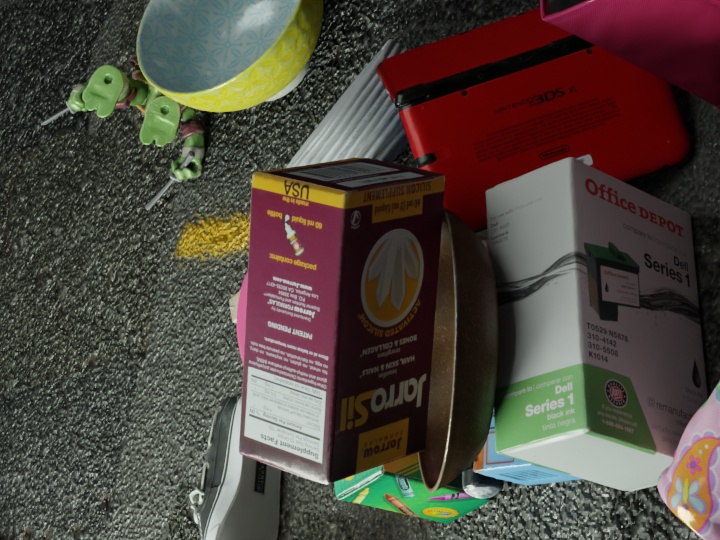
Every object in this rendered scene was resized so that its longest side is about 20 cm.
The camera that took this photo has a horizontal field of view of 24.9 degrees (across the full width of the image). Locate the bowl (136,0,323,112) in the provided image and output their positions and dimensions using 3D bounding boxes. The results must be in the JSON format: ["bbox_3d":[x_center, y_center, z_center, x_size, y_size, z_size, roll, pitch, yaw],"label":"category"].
[{"bbox_3d":[-0.110,-0.227,1.596,0.200,0.108,0.200,-17,53,24],"label":"bowl"}]

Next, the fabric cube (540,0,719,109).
[{"bbox_3d":[0.260,-0.251,1.100,0.200,0.199,0.196,-18,61,46],"label":"fabric cube"}]

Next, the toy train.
[{"bbox_3d":[0.114,0.072,1.240,0.114,0.087,0.200,-12,67,40],"label":"toy train"}]

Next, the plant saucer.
[{"bbox_3d":[0.067,0.055,1.140,0.200,0.037,0.201,-179,90,-85],"label":"plant saucer"}]

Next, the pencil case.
[{"bbox_3d":[0.266,0.082,1.025,0.087,0.087,0.200,54,128,46],"label":"pencil case"}]

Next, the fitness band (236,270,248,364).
[{"bbox_3d":[-0.037,0.055,1.263,0.144,0.037,0.200,-40,52,33],"label":"fitness band"}]

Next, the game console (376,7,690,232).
[{"bbox_3d":[0.130,-0.126,1.263,0.200,0.119,0.173,-19,83,0],"label":"game console"}]

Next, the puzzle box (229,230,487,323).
[{"bbox_3d":[0.000,0.000,1.364,0.200,0.133,0.025,-36,53,35],"label":"puzzle box"}]

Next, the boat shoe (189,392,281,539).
[{"bbox_3d":[-0.119,0.205,1.472,0.068,0.074,0.200,-13,65,43],"label":"boat shoe"}]

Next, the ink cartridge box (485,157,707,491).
[{"bbox_3d":[0.166,0.039,1.136,0.084,0.146,0.200,-22,59,42],"label":"ink cartridge box"}]

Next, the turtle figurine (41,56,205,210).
[{"bbox_3d":[-0.234,-0.144,1.687,0.200,0.194,0.144,-28,91,4],"label":"turtle figurine"}]

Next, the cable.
[{"bbox_3d":[-0.007,-0.105,1.395,0.200,0.069,0.200,-50,2,30],"label":"cable"}]

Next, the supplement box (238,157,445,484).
[{"bbox_3d":[-0.013,0.031,1.109,0.086,0.110,0.200,14,107,38],"label":"supplement box"}]

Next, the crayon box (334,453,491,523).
[{"bbox_3d":[0.029,0.093,1.302,0.058,0.119,0.200,-36,50,37],"label":"crayon box"}]
